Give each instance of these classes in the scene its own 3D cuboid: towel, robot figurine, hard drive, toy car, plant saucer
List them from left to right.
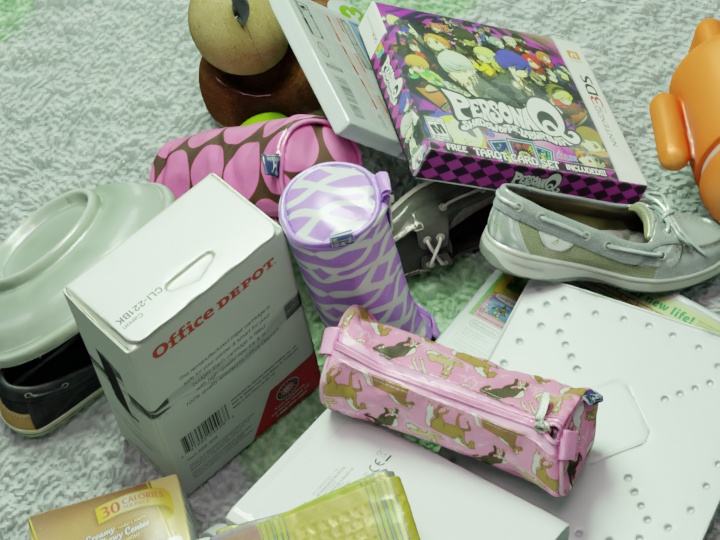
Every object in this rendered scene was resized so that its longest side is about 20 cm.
[{"bbox_3d":[-0.235,-0.011,1.510,0.200,0.050,0.200,-31,27,17],"label":"plant saucer"},{"bbox_3d":[-0.077,-0.208,1.594,0.158,0.200,0.164,-22,54,2],"label":"toy car"},{"bbox_3d":[-0.015,0.238,1.273,0.143,0.023,0.200,-22,62,6],"label":"towel"},{"bbox_3d":[0.026,0.179,1.343,0.200,0.027,0.132,26,51,26],"label":"hard drive"},{"bbox_3d":[0.312,-0.110,1.523,0.117,0.144,0.200,-37,45,31],"label":"robot figurine"}]

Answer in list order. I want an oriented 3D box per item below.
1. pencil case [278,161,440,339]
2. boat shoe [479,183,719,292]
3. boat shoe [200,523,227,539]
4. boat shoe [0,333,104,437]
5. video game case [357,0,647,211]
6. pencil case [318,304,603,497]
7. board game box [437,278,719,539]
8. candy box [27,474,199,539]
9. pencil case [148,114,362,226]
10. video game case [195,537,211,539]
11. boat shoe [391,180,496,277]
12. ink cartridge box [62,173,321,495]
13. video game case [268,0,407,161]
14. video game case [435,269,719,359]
[{"bbox_3d":[0.000,0.000,1.440,0.085,0.200,0.084,-22,54,-2],"label":"pencil case"},{"bbox_3d":[0.192,-0.030,1.482,0.201,0.065,0.074,4,32,-14],"label":"boat shoe"},{"bbox_3d":[-0.032,0.235,1.351,0.070,0.071,0.200,-25,41,-32],"label":"boat shoe"},{"bbox_3d":[-0.204,0.048,1.519,0.200,0.062,0.075,-40,56,-21],"label":"boat shoe"},{"bbox_3d":[0.111,-0.130,1.534,0.200,0.036,0.181,8,41,-25],"label":"video game case"},{"bbox_3d":[0.067,0.091,1.365,0.200,0.087,0.083,19,40,19],"label":"pencil case"},{"bbox_3d":[0.176,0.116,1.405,0.200,0.026,0.200,18,61,22],"label":"board game box"},{"bbox_3d":[-0.161,0.253,1.365,0.115,0.055,0.200,-16,54,-1],"label":"candy box"},{"bbox_3d":[-0.090,-0.069,1.525,0.200,0.091,0.094,-5,73,54],"label":"pencil case"},{"bbox_3d":[-0.177,0.286,1.298,0.200,0.023,0.182,-16,55,0],"label":"video game case"},{"bbox_3d":[0.086,-0.044,1.539,0.200,0.067,0.057,-32,51,-19],"label":"boat shoe"},{"bbox_3d":[-0.118,0.049,1.418,0.144,0.200,0.084,-39,58,-20],"label":"ink cartridge box"},{"bbox_3d":[0.020,-0.143,1.548,0.018,0.200,0.143,-41,58,24],"label":"video game case"},{"bbox_3d":[0.164,0.070,1.472,0.200,0.022,0.182,29,63,27],"label":"video game case"}]
